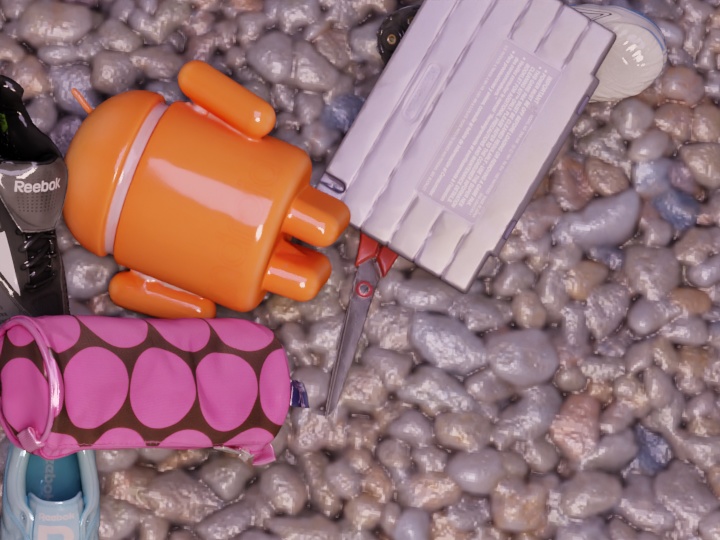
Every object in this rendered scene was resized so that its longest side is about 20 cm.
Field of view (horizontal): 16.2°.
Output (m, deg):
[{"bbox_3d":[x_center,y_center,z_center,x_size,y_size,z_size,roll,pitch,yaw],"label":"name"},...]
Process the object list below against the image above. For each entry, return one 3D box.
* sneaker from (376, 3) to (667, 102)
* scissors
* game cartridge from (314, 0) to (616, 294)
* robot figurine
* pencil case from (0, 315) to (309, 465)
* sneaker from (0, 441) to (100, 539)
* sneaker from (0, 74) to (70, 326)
[{"bbox_3d":[0.110,-0.149,1.738,0.198,0.072,0.072,4,100,6],"label":"sneaker"},{"bbox_3d":[0.000,0.000,1.699,0.073,0.014,0.201,31,73,2],"label":"scissors"},{"bbox_3d":[0.070,-0.100,1.687,0.129,0.038,0.201,31,90,0],"label":"game cartridge"},{"bbox_3d":[-0.108,-0.048,1.642,0.199,0.144,0.117,21,53,5],"label":"robot figurine"},{"bbox_3d":[-0.135,0.075,1.575,0.199,0.090,0.094,2,83,-39],"label":"pencil case"},{"bbox_3d":[-0.196,0.174,1.582,0.073,0.082,0.202,-5,73,-7],"label":"sneaker"},{"bbox_3d":[-0.219,-0.034,1.604,0.066,0.090,0.201,-17,88,-42],"label":"sneaker"}]
